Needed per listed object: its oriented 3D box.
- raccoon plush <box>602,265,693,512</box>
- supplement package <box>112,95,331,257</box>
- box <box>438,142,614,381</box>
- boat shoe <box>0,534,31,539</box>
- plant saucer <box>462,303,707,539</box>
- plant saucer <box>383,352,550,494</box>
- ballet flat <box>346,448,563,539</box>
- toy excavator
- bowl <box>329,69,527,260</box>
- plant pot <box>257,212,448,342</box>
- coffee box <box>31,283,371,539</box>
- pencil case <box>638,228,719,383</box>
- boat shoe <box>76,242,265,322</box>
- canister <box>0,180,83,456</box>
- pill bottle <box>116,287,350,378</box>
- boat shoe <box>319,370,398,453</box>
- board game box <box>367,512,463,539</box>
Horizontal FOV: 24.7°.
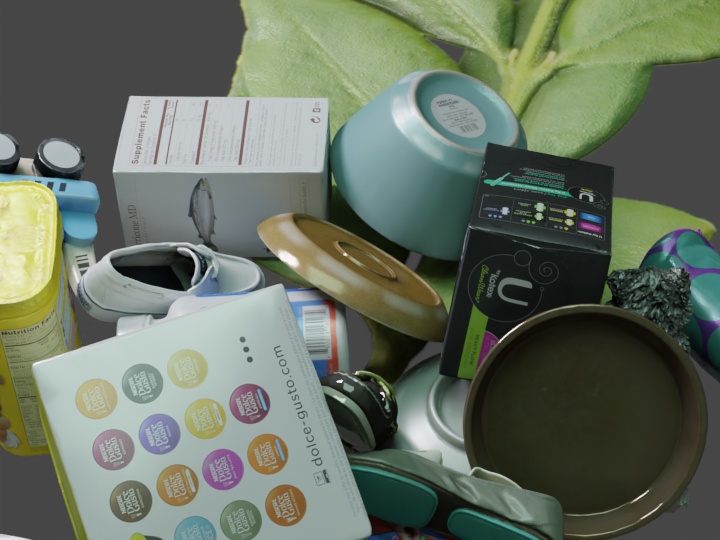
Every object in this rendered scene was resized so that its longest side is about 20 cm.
[{"bbox_3d":[0.263,0.087,1.406,0.097,0.134,0.200,-13,46,-11],"label":"raccoon plush"},{"bbox_3d":[-0.130,-0.091,1.610,0.200,0.117,0.117,0,45,3],"label":"supplement package"},{"bbox_3d":[0.149,-0.003,1.445,0.124,0.149,0.200,11,27,4],"label":"box"},{"bbox_3d":[-0.341,0.250,1.321,0.200,0.072,0.069,11,46,0],"label":"boat shoe"},{"bbox_3d":[0.183,0.123,1.348,0.200,0.200,0.029,-2,10,0],"label":"plant saucer"},{"bbox_3d":[0.112,0.129,1.431,0.200,0.050,0.200,-1,46,1],"label":"plant saucer"},{"bbox_3d":[0.069,0.178,1.316,0.200,0.067,0.064,22,45,-3],"label":"ballet flat"},{"bbox_3d":[-0.279,-0.021,1.543,0.194,0.100,0.200,5,48,-29],"label":"toy excavator"},{"bbox_3d":[0.082,-0.117,1.591,0.201,0.105,0.201,16,44,-16],"label":"bowl"},{"bbox_3d":[0.000,0.000,1.486,0.200,0.027,0.200,30,12,-7],"label":"plant pot"},{"bbox_3d":[-0.128,0.155,1.259,0.198,0.200,0.200,-17,77,-14],"label":"coffee box"},{"bbox_3d":[0.335,0.048,1.479,0.092,0.085,0.200,-35,53,-9],"label":"pencil case"},{"bbox_3d":[-0.159,0.009,1.499,0.200,0.065,0.074,-8,62,-44],"label":"boat shoe"},{"bbox_3d":[-0.290,0.046,1.420,0.087,0.200,0.149,-5,45,-3],"label":"canister"},{"bbox_3d":[-0.110,0.075,1.449,0.200,0.112,0.112,-3,45,-1],"label":"pill bottle"},{"bbox_3d":[-0.004,0.112,1.343,0.072,0.201,0.061,37,76,11],"label":"boat shoe"},{"bbox_3d":[0.095,0.242,1.324,0.200,0.019,0.103,29,52,18],"label":"board game box"}]
